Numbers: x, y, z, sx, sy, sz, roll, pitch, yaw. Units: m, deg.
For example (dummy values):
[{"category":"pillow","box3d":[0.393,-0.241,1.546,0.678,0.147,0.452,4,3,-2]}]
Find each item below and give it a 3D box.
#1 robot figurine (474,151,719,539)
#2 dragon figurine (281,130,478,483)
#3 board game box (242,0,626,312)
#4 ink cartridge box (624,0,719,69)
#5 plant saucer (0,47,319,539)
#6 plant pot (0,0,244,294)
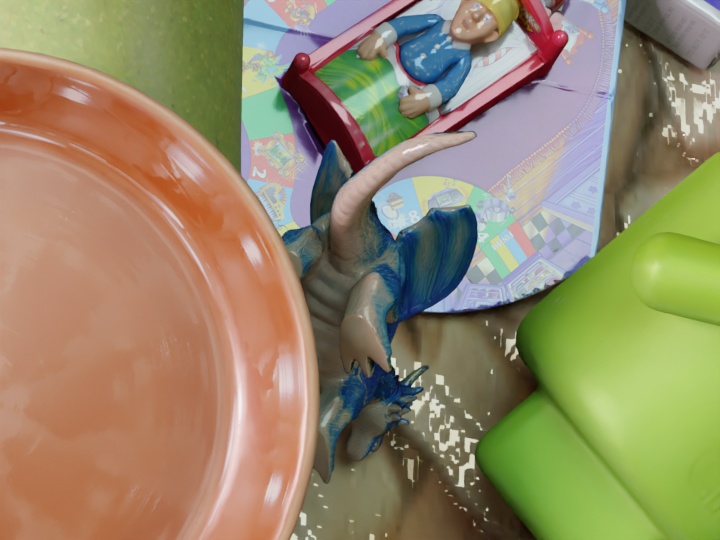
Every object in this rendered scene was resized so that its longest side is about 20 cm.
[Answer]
[{"category":"robot figurine","box3d":[0.135,0.025,0.862,0.200,0.175,0.116,-40,81,3]},{"category":"dragon figurine","box3d":[0.000,0.000,0.807,0.059,0.201,0.100,25,43,9]},{"category":"board game box","box3d":[0.026,-0.087,0.926,0.157,0.039,0.201,11,73,-8]},{"category":"ink cartridge box","box3d":[0.108,-0.210,1.039,0.200,0.043,0.199,34,59,-2]},{"category":"plant saucer","box3d":[-0.111,0.037,0.715,0.199,0.032,0.202,1,85,-17]},{"category":"plant pot","box3d":[-0.114,-0.067,0.822,0.199,0.200,0.185,-3,76,-20]}]
